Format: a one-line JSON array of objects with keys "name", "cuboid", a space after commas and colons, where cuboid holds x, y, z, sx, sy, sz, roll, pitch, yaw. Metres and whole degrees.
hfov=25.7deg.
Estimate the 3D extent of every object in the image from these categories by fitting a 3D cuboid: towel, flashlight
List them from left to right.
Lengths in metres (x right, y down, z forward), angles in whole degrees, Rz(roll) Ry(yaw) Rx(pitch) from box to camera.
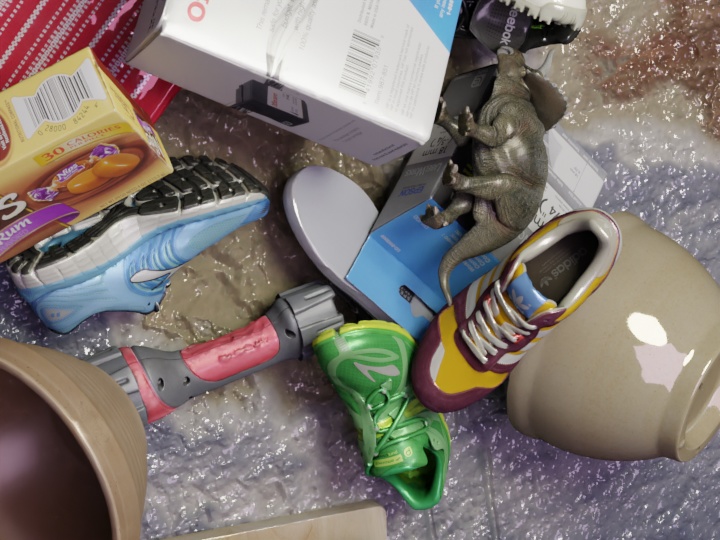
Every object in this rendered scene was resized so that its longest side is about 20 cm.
[{"name": "towel", "cuboid": [-0.208, -0.177, 1.094, 0.200, 0.022, 0.145, 35, 96, -14]}, {"name": "flashlight", "cuboid": [-0.110, 0.062, 1.191, 0.200, 0.068, 0.068, -22, 106, -18]}]

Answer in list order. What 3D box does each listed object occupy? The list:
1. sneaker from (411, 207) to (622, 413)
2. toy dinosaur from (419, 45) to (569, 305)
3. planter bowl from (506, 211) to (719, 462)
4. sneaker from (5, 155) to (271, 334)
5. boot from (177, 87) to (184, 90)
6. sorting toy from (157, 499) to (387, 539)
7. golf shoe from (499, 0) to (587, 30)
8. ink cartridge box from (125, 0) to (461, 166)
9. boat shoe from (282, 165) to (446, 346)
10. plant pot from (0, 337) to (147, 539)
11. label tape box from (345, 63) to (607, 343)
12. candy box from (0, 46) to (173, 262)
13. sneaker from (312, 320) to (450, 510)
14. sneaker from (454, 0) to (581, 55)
[{"name": "sneaker", "cuboid": [0.108, 0.028, 1.154, 0.075, 0.090, 0.200, 44, 98, 7]}, {"name": "toy dinosaur", "cuboid": [0.101, -0.072, 1.146, 0.102, 0.077, 0.201, 6, 88, -25]}, {"name": "planter bowl", "cuboid": [0.227, 0.072, 1.257, 0.200, 0.135, 0.201, -39, 145, -35]}, {"name": "sneaker", "cuboid": [-0.158, -0.017, 1.163, 0.200, 0.078, 0.090, -24, 128, -15]}, {"name": "boot", "cuboid": [-0.083, -0.237, 1.145, 0.175, 0.066, 0.201, -9, 102, -23]}, {"name": "sorting toy", "cuboid": [-0.059, 0.304, 1.259, 0.198, 0.070, 0.201, -7, 103, -23]}, {"name": "golf shoe", "cuboid": [0.119, -0.259, 1.155, 0.078, 0.200, 0.097, 5, 131, -33]}, {"name": "ink cartridge box", "cuboid": [-0.041, -0.177, 1.076, 0.200, 0.084, 0.146, 21, 73, -21]}, {"name": "boat shoe", "cuboid": [0.000, 0.000, 1.230, 0.200, 0.057, 0.069, 48, 61, -24]}, {"name": "plant pot", "cuboid": [-0.217, 0.125, 1.107, 0.093, 0.200, 0.201, -37, 116, -47]}, {"name": "label tape box", "cuboid": [0.096, -0.036, 1.231, 0.144, 0.063, 0.200, 41, 63, -27]}, {"name": "candy box", "cuboid": [-0.238, -0.061, 1.047, 0.200, 0.117, 0.057, -28, 69, 2]}, {"name": "sneaker", "cuboid": [0.027, 0.112, 1.222, 0.074, 0.084, 0.200, -21, 132, 13]}, {"name": "sneaker", "cuboid": [0.087, -0.202, 1.202, 0.199, 0.091, 0.067, -2, 120, -29]}]
